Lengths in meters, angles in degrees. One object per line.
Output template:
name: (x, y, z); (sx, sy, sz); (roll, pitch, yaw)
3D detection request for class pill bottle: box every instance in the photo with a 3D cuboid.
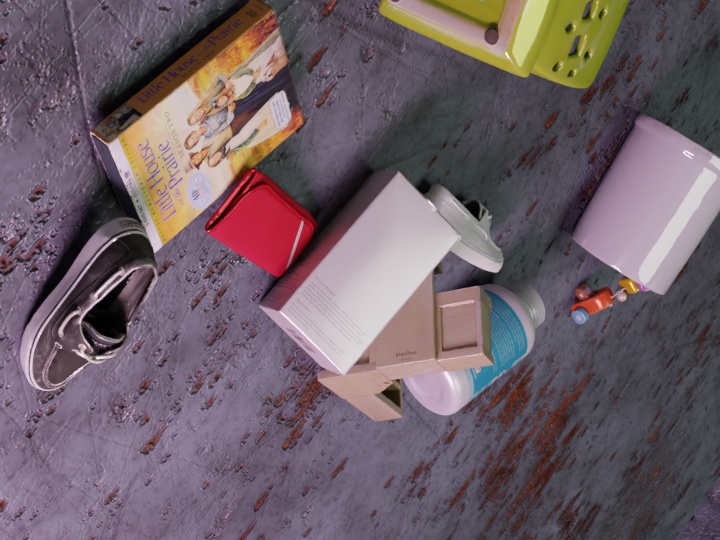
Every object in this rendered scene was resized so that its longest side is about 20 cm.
pill bottle: (0.151, 0.091, 1.740); (0.199, 0.110, 0.112); (-34, 142, -30)

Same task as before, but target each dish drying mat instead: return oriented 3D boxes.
dish drying mat: (-0.093, -0.044, 1.337); (0.077, 0.018, 0.200); (-51, 161, 0)

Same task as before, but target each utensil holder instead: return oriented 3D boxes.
utensil holder: (0.409, -0.093, 1.872); (0.169, 0.170, 0.201); (16, 109, -57)

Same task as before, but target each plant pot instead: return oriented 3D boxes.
plant pot: (0.141, -0.295, 1.271); (0.181, 0.198, 0.202); (-17, 131, -58)

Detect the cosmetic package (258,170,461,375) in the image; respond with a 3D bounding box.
cosmetic package: (0.000, 0.000, 1.442); (0.108, 0.085, 0.200); (45, 78, -17)

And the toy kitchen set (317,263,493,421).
toy kitchen set: (0.072, 0.062, 1.576); (0.180, 0.197, 0.165); (43, 41, -58)

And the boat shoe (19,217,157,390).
boat shoe: (-0.240, 0.046, 1.184); (0.070, 0.064, 0.201); (4, 133, -42)

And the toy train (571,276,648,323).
toy train: (0.398, 0.001, 2.032); (0.199, 0.056, 0.150); (-37, -172, -38)

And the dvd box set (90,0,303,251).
dvd box set: (-0.141, -0.130, 1.210); (0.200, 0.029, 0.147); (-43, 146, -22)

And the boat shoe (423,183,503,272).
boat shoe: (0.127, -0.054, 1.627); (0.199, 0.072, 0.069); (27, 96, -49)
